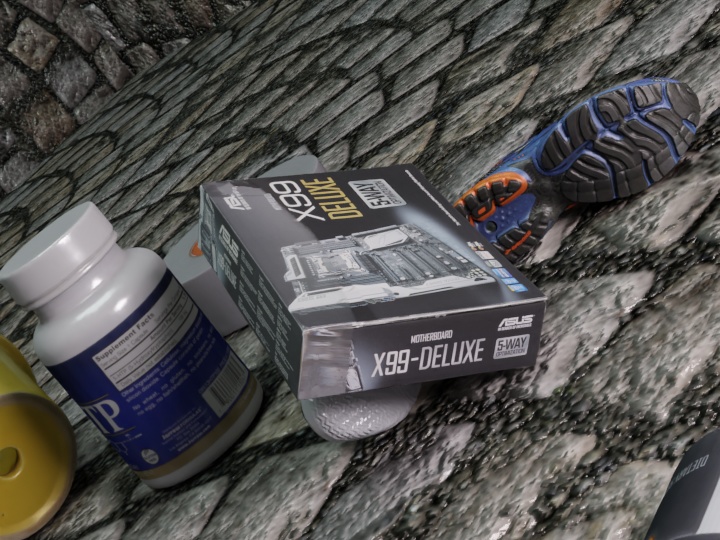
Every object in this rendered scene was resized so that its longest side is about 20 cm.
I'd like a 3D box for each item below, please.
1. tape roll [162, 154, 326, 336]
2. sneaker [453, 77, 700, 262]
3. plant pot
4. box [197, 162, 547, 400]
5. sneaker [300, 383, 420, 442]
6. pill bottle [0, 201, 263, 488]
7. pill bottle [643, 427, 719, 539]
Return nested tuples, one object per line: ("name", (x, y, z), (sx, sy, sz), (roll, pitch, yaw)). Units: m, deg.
("tape roll", (-0.102, -0.022, 1.372), (0.199, 0.066, 0.201), (-33, 17, 12))
("sneaker", (0.145, -0.078, 1.018), (0.199, 0.076, 0.079), (-28, 16, 23))
("plant pot", (-0.342, 0.146, 1.238), (0.188, 0.202, 0.201), (12, 50, 47))
("box", (0.000, 0.000, 0.909), (0.156, 0.050, 0.200), (-6, 30, -22))
("sneaker", (-0.015, 0.064, 0.974), (0.113, 0.076, 0.200), (-27, 14, 32))
("pill bottle", (-0.176, 0.054, 1.096), (0.119, 0.201, 0.120), (-33, 17, 12))
("pill bottle", (0.115, 0.147, 0.439), (0.106, 0.107, 0.200), (-20, 24, 44))
